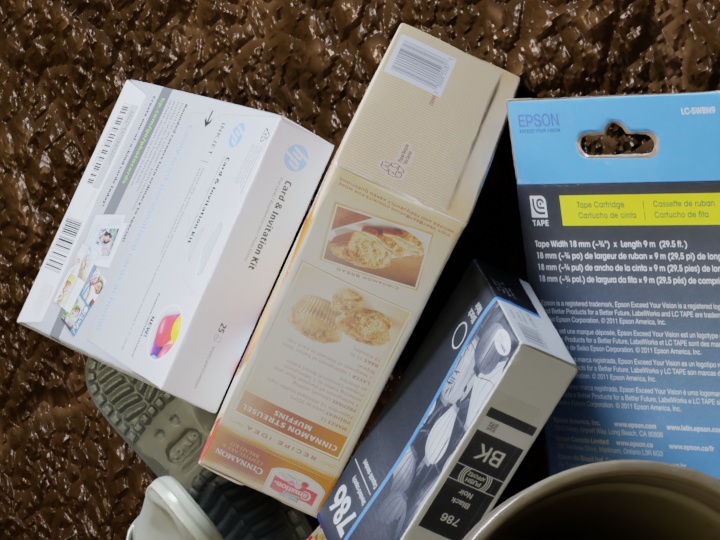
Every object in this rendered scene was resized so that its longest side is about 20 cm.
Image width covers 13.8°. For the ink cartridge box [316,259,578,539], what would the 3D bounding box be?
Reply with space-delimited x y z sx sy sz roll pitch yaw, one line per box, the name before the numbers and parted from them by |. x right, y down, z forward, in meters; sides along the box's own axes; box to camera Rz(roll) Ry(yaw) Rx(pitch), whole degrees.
ink cartridge box | 0.031 0.101 1.445 0.201 0.039 0.100 -61 22 15

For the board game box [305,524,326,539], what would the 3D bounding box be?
board game box | -0.001 0.252 1.604 0.152 0.046 0.200 -47 56 27

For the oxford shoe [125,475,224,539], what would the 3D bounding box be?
oxford shoe | -0.111 0.178 1.668 0.075 0.058 0.200 52 156 18

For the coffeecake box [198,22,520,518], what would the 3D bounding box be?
coffeecake box | 0.000 0.000 1.521 0.073 0.154 0.200 24 123 -1

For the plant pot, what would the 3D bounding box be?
plant pot | 0.112 0.197 1.423 0.174 0.199 0.201 135 117 -79

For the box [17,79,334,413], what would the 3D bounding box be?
box | -0.104 -0.018 1.623 0.200 0.041 0.156 17 82 61

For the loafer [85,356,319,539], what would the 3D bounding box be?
loafer | -0.074 0.110 1.702 0.075 0.070 0.200 -36 86 24

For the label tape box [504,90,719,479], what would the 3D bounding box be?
label tape box | 0.151 0.011 1.440 0.144 0.063 0.201 1 101 46
